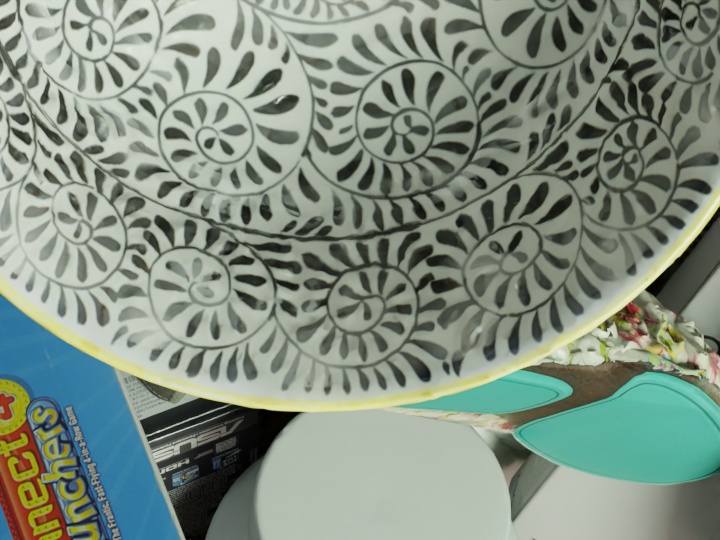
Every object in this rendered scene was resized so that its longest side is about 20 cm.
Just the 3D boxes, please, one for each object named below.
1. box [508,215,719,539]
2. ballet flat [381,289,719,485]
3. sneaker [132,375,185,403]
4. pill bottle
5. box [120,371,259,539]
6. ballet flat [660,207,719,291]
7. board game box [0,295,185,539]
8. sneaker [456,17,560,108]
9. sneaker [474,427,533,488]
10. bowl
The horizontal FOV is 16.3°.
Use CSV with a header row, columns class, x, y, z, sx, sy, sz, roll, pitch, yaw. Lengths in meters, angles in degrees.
class,x,y,z,sx,sy,sz,roll,pitch,yaw
box,0.148,0.060,0.823,0.144,0.036,0.200,27,137,-5
ballet flat,0.050,0.015,0.729,0.075,0.064,0.200,-21,155,33
sneaker,0.000,0.000,0.772,0.199,0.080,0.074,-9,151,-35
pill bottle,-0.003,0.122,0.866,0.110,0.111,0.200,-18,154,-16
box,-0.133,0.095,0.866,0.199,0.049,0.161,-21,152,-13
ballet flat,0.150,0.032,0.941,0.075,0.068,0.200,-31,133,-1
board game box,-0.087,0.067,0.677,0.056,0.201,0.196,-19,153,-10
sneaker,0.106,-0.076,0.637,0.200,0.140,0.078,-34,156,-4
sneaker,0.077,0.041,0.928,0.081,0.077,0.200,-33,156,12
bowl,-0.008,-0.079,0.557,0.200,0.094,0.202,0,112,0
